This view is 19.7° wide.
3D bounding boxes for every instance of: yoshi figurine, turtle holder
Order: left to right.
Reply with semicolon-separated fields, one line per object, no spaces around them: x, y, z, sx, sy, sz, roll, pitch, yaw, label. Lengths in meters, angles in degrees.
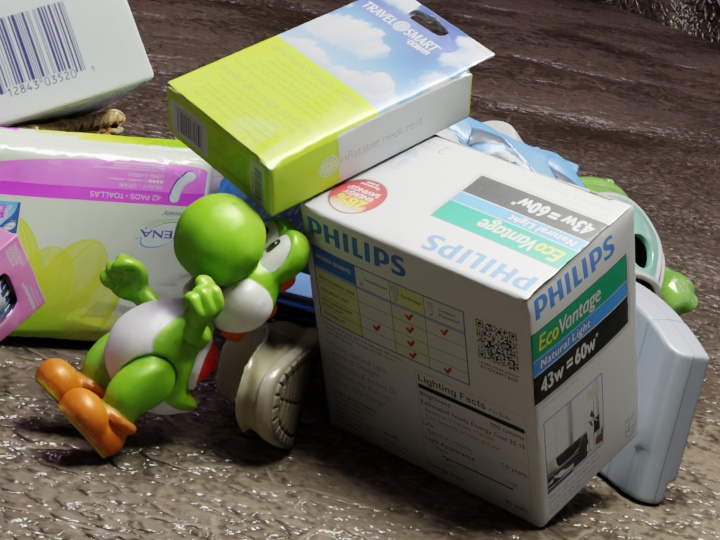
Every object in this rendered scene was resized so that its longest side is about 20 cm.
-0.127;0.021;1.369;0.112;0.200;0.112;48;-8;10;yoshi figurine
0.212;0.004;1.871;0.132;0.141;0.186;51;-1;45;turtle holder

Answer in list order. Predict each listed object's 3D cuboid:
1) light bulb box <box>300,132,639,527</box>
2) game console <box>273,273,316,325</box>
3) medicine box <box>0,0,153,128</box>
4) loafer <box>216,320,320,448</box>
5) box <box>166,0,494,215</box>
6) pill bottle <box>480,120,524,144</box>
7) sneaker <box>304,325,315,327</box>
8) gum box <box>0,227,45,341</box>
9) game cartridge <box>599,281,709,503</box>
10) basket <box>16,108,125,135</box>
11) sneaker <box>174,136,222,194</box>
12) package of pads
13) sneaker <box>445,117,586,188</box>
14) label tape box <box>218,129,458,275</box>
0.078;0.034;1.422;0.198;0.201;0.125;23;46;33;light bulb box
0.000;0.000;1.645;0.199;0.172;0.118;15;-31;-26;game console
-0.287;-0.159;1.647;0.181;0.104;0.200;-20;4;-22;medicine box
-0.070;0.077;1.475;0.068;0.076;0.200;11;6;4;loafer
-0.019;-0.122;1.430;0.199;0.048;0.122;-27;48;-29;box
0.131;-0.015;1.678;0.116;0.200;0.117;-26;30;16;pill bottle
-0.036;-0.043;1.763;0.074;0.085;0.201;0;53;2;sneaker
-0.324;0.005;1.441;0.199;0.066;0.113;23;55;36;gum box
0.184;0.073;1.550;0.041;0.134;0.200;2;17;-25;game cartridge
-0.299;-0.069;1.673;0.142;0.150;0.200;17;17;19;basket
-0.127;-0.099;1.787;0.099;0.078;0.200;23;-33;-29;sneaker
-0.217;-0.023;1.560;0.199;0.156;0.068;3;18;-26;package of pads
0.111;-0.071;1.569;0.200;0.066;0.078;38;49;10;sneaker
0.008;-0.052;1.550;0.199;0.143;0.066;17;51;-19;label tape box
